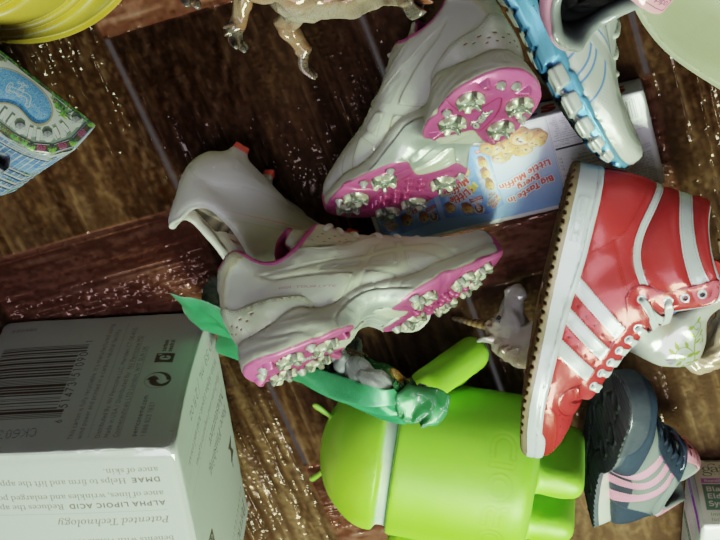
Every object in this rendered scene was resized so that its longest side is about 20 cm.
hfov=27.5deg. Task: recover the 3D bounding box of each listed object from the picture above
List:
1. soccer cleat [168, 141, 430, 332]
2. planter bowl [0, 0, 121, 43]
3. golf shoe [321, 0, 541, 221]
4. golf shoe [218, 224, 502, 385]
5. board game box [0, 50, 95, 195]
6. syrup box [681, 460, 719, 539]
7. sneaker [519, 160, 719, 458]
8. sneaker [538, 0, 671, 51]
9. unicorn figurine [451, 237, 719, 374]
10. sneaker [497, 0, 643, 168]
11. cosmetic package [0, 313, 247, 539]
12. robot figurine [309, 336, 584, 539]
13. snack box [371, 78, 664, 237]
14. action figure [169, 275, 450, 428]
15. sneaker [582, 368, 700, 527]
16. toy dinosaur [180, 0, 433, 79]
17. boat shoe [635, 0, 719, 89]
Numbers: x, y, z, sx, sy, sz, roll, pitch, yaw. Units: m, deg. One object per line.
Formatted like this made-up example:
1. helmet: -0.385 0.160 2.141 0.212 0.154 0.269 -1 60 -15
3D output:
1. soccer cleat: -0.043 -0.006 1.013 0.200 0.078 0.069 35 151 -12
2. planter bowl: -0.234 -0.215 0.902 0.200 0.084 0.201 2 123 4
3. golf shoe: 0.038 -0.101 0.934 0.075 0.092 0.200 6 152 -35
4. golf shoe: 0.000 0.000 0.950 0.200 0.092 0.075 -20 161 -28
5. board game box: -0.273 -0.121 0.913 0.200 0.062 0.200 38 159 -17
6. syrup box: 0.293 0.246 1.146 0.079 0.081 0.200 -1 123 4
7. sneaker: 0.169 0.037 0.951 0.112 0.071 0.200 11 107 2
8. sneaker: 0.174 -0.181 0.780 0.070 0.082 0.200 21 149 -31
9. unicorn figurine: 0.173 0.021 1.015 0.200 0.074 0.138 22 108 6
10. sneaker: 0.138 -0.157 0.906 0.087 0.075 0.200 -30 107 4
11. cosmetic package: -0.185 0.160 1.087 0.165 0.165 0.200 -3 123 7
12. robot figurine: 0.061 0.141 1.078 0.200 0.116 0.176 8 124 4
13. snack box: 0.100 -0.070 0.997 0.200 0.024 0.072 -13 120 13
14. action figure: -0.025 0.062 1.014 0.200 0.118 0.055 23 83 28
15. sneaker: 0.207 0.124 1.061 0.082 0.070 0.200 -7 152 -1
16. toy dinosaur: -0.043 -0.205 0.897 0.200 0.086 0.136 40 108 0
17. boat shoe: 0.243 -0.153 0.909 0.199 0.066 0.074 35 150 -17
